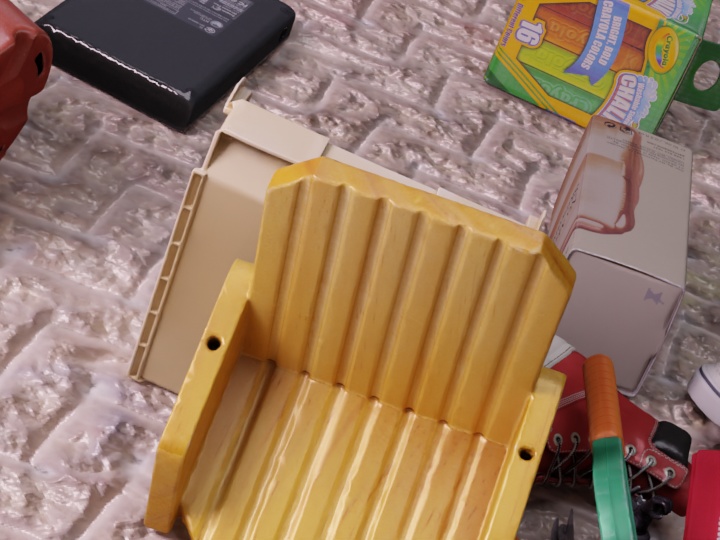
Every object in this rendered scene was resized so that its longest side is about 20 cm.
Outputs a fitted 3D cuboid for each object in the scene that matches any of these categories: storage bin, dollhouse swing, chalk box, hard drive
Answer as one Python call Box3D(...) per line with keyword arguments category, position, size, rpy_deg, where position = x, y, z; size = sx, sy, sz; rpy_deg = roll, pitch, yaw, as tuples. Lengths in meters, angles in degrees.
Box3D(category="storage bin", position=(-0.016, 0.010, 1.143), size=(0.199, 0.199, 0.094), rpy_deg=(24, 37, 1))
Box3D(category="dollhouse swing", position=(0.003, 0.073, 1.016), size=(0.199, 0.176, 0.183), rpy_deg=(20, 66, 4))
Box3D(category="chalk box", position=(0.227, -0.195, 1.633), size=(0.199, 0.125, 0.124), rpy_deg=(24, 33, 4))
Box3D(category="hard drive", position=(-0.151, -0.188, 1.484), size=(0.139, 0.033, 0.200), rpy_deg=(28, 34, 7))

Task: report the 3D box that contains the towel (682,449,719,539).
Box3D(category="towel", position=(0.274, 0.159, 1.062), size=(0.198, 0.023, 0.145), rpy_deg=(-1, 45, 20))

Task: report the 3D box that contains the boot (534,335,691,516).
Box3D(category="boot", position=(0.137, 0.119, 1.193), size=(0.144, 0.073, 0.200), rpy_deg=(36, 29, 15))

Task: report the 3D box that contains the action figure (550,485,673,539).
Box3D(category="action figure", position=(0.189, 0.191, 1.132), size=(0.198, 0.070, 0.131), rpy_deg=(11, 47, -10))

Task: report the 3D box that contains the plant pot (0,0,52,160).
Box3D(category="plant pot", position=(-0.314, -0.144, 1.203), size=(0.195, 0.201, 0.201), rpy_deg=(37, 35, 6))

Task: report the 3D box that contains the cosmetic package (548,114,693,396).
Box3D(category="cosmetic package", position=(0.183, -0.015, 1.381), size=(0.087, 0.104, 0.200), rpy_deg=(20, 32, -1))

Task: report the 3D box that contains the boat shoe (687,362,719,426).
Box3D(category="boat shoe", position=(0.309, 0.102, 1.292), size=(0.072, 0.066, 0.200), rpy_deg=(8, 19, -40))

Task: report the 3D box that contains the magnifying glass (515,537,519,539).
Box3D(category="magnifying glass", position=(0.099, 0.179, 1.055), size=(0.022, 0.080, 0.200), rpy_deg=(8, 11, -15))

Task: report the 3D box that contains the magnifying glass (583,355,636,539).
Box3D(category="magnifying glass", position=(0.146, 0.119, 1.102), size=(0.022, 0.080, 0.201), rpy_deg=(-10, 33, 7))
